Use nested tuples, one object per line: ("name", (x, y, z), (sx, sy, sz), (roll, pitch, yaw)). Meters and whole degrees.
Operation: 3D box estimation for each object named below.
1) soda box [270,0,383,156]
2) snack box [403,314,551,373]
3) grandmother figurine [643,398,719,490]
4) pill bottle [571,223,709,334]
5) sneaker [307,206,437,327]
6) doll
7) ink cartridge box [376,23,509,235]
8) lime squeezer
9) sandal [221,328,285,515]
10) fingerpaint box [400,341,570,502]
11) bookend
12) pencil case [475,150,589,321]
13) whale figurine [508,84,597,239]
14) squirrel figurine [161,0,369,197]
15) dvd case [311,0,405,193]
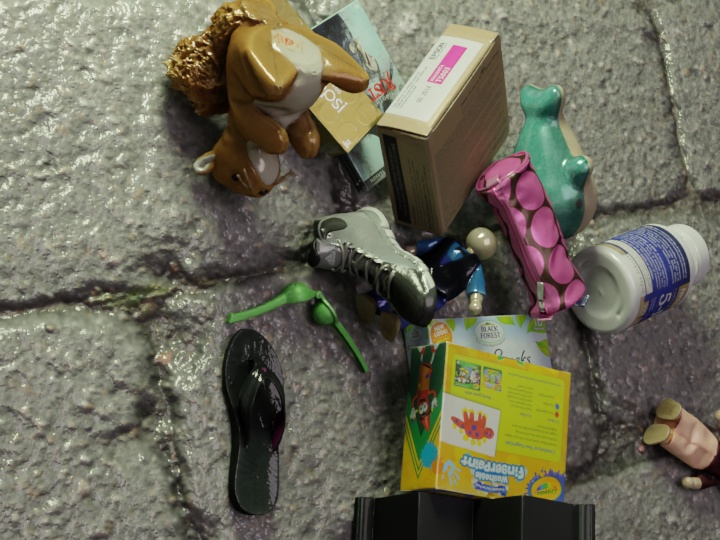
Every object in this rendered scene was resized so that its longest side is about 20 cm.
("soda box", (-0.066, -0.229, 1.661), (0.068, 0.064, 0.200), (-45, 105, -15))
("snack box", (0.152, 0.130, 1.768), (0.198, 0.053, 0.144), (-2, 78, -38))
("grandmother figurine", (0.485, 0.253, 2.006), (0.199, 0.060, 0.122), (38, 85, -28))
("pill bottle", (0.383, 0.003, 1.944), (0.198, 0.119, 0.121), (-19, 90, -40))
("sneaker", (0.000, 0.000, 1.628), (0.114, 0.200, 0.076), (-2, 124, -29))
("doll", (0.093, 0.012, 1.718), (0.199, 0.136, 0.049), (-35, 145, -30))
("ink cartridge box", (0.105, -0.173, 1.742), (0.201, 0.074, 0.166), (-54, 148, -33))
("lime squeezer", (-0.057, 0.055, 1.631), (0.198, 0.038, 0.072), (23, 65, -33))
("sandal", (-0.107, 0.162, 1.555), (0.075, 0.048, 0.204), (5, 76, -38))
("fingerpaint box", (0.148, 0.187, 1.672), (0.198, 0.073, 0.170), (14, 74, -34))
("bookend", (0.127, 0.304, 1.608), (0.197, 0.199, 0.094), (16, 68, -35))
("pencil case", (0.209, -0.040, 1.766), (0.094, 0.090, 0.202), (-38, 106, -45))
("whale figurine", (0.230, -0.135, 1.839), (0.103, 0.158, 0.203), (-17, 107, -29))
("squirrel figurine", (-0.122, -0.187, 1.571), (0.141, 0.188, 0.200), (-19, 58, -46))
("dvd case", (-0.002, -0.215, 1.756), (0.146, 0.022, 0.202), (-38, 104, -39))
